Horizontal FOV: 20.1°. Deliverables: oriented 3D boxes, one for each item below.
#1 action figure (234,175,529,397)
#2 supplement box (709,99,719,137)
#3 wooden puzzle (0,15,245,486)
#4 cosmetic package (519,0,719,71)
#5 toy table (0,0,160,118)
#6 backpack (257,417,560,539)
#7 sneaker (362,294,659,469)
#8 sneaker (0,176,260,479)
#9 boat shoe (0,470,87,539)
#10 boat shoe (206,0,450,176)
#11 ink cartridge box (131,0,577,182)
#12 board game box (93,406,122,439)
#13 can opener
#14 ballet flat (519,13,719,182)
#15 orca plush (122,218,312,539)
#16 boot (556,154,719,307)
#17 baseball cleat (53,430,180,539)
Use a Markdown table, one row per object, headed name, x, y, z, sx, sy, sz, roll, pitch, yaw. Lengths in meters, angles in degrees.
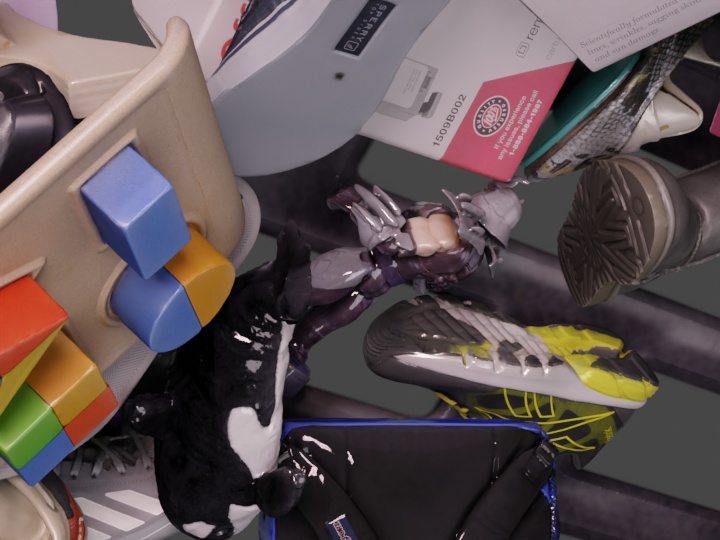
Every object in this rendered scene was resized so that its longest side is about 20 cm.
| name | x | y | z | sx | sy | sz | roll | pitch | yaw |
| --- | --- | --- | --- | --- | --- | --- | --- | --- | --- |
| action figure | 0.000 | 0.000 | 1.069 | 0.200 | 0.069 | 0.130 | -28 | 153 | 6 |
| supplement box | 0.265 | -0.112 | 1.052 | 0.200 | 0.110 | 0.086 | -37 | 148 | -60 |
| wooden puzzle | -0.115 | 0.013 | 0.847 | 0.200 | 0.046 | 0.185 | -48 | 161 | -14 |
| cosmetic package | 0.128 | -0.202 | 0.921 | 0.113 | 0.200 | 0.081 | -22 | 136 | 34 |
| toy table | -0.185 | -0.089 | 0.910 | 0.184 | 0.117 | 0.200 | -22 | 126 | -13 |
| backpack | 0.022 | 0.179 | 1.087 | 0.162 | 0.168 | 0.200 | 0 | 87 | -5 |
| sneaker | 0.083 | 0.074 | 1.169 | 0.200 | 0.074 | 0.085 | 12 | 114 | -31 |
| sneaker | -0.149 | 0.016 | 0.988 | 0.200 | 0.112 | 0.073 | -43 | 130 | -23 |
| boat shoe | -0.220 | 0.085 | 0.974 | 0.200 | 0.063 | 0.071 | 32 | 86 | 5 |
| boat shoe | -0.013 | -0.127 | 0.899 | 0.071 | 0.091 | 0.200 | 16 | 139 | -30 |
| ink cartridge box | 0.011 | -0.143 | 0.991 | 0.200 | 0.083 | 0.147 | 15 | 113 | -32 |
| board game box | -0.225 | 0.115 | 1.075 | 0.200 | 0.032 | 0.120 | -9 | 120 | -21 |
| can opener | -0.181 | -0.001 | 0.857 | 0.079 | 0.063 | 0.200 | -2 | 133 | -56 |
| ballet flat | 0.168 | -0.114 | 1.089 | 0.072 | 0.072 | 0.200 | 29 | 103 | -36 |
| orca plush | -0.073 | 0.067 | 0.959 | 0.071 | 0.105 | 0.200 | -13 | 157 | -29 |
| boot | 0.218 | -0.046 | 1.124 | 0.200 | 0.182 | 0.073 | -15 | 83 | -9 |
| baseball cleat | -0.154 | 0.108 | 1.046 | 0.200 | 0.070 | 0.107 | -26 | 122 | -13 |
